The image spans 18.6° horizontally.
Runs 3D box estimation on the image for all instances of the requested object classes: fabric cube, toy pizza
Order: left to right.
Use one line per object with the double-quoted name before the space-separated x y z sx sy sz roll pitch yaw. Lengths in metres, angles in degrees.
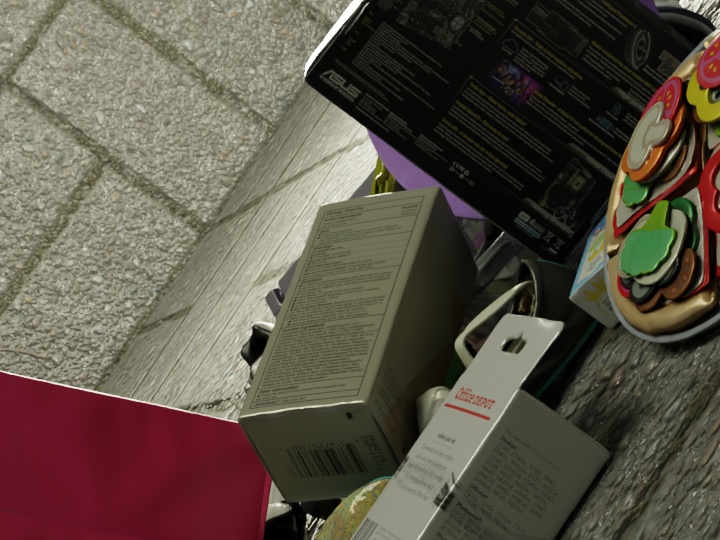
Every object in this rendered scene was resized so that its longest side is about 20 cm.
"fabric cube" -0.179 0.208 1.449 0.196 0.198 0.201 118 162 -57
"toy pizza" 0.187 -0.057 1.196 0.200 0.032 0.201 -47 30 38

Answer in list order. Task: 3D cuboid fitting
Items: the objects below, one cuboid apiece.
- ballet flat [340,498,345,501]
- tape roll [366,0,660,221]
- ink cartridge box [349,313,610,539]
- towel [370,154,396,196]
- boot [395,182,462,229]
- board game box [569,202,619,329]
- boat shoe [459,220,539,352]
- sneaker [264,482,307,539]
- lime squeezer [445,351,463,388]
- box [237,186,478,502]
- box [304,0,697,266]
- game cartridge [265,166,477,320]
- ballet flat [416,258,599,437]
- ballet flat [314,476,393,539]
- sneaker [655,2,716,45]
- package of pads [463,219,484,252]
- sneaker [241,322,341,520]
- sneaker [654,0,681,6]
"ballet flat" 0.013 0.139 1.420 0.069 0.063 0.200 -56 10 -1
"tape roll" 0.099 -0.131 1.449 0.200 0.200 0.066 -51 -24 19
"ink cartridge box" 0.064 0.125 1.210 0.200 0.068 0.116 -56 12 -6
"towel" 0.000 0.000 1.547 0.086 0.018 0.201 -91 11 -57
"boot" 0.044 -0.007 1.597 0.096 0.073 0.201 -77 -3 -69
"board game box" 0.207 -0.069 1.297 0.200 0.034 0.135 -46 12 40
"boat shoe" 0.103 -0.020 1.529 0.074 0.065 0.202 -45 14 43
"sneaker" -0.062 0.185 1.644 0.080 0.074 0.200 -31 27 36
"lime squeezer" 0.031 0.072 1.495 0.038 0.071 0.200 -8 46 53
"box" 0.002 0.043 1.378 0.095 0.078 0.200 -8 39 27
"box" 0.090 -0.123 1.341 0.160 0.200 0.044 -52 11 15
"game cartridge" 0.011 0.014 1.706 0.038 0.130 0.200 -10 -29 -46
"ballet flat" 0.074 0.077 1.326 0.200 0.068 0.068 -59 13 -23
"ballet flat" -0.014 0.205 1.310 0.200 0.070 0.071 -57 6 39
"sneaker" 0.150 -0.129 1.492 0.199 0.070 0.109 -23 13 -5
"package of pads" 0.099 -0.090 1.779 0.200 0.068 0.154 -58 10 -17
"sneaker" -0.048 0.110 1.625 0.200 0.080 0.074 -104 36 -58
"sneaker" 0.153 -0.158 1.649 0.200 0.088 0.081 -52 8 -29
